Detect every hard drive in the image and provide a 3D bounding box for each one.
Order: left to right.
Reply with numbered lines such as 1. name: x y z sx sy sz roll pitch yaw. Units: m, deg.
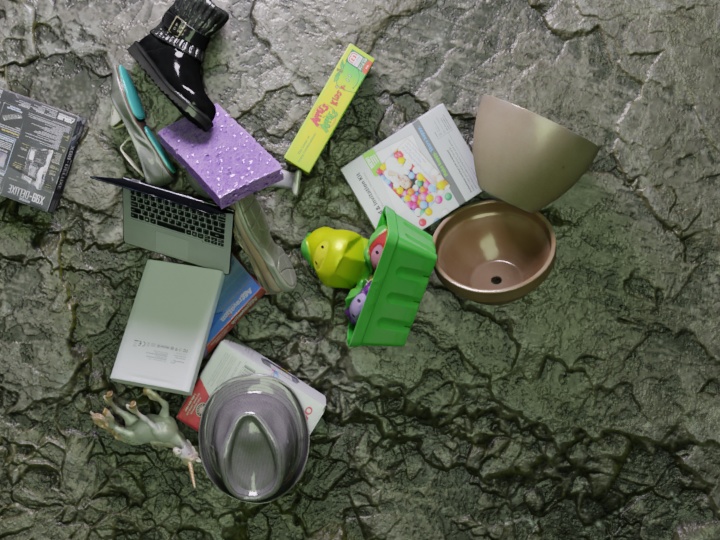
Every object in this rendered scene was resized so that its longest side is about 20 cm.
1. hard drive: -0.300 0.087 1.532 0.130 0.027 0.203 8 67 10

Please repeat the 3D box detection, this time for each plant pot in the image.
1. plant pot: 0.213 -0.011 1.558 0.198 0.202 0.094 -16 135 -2
2. plant pot: 0.254 -0.170 1.524 0.198 0.200 0.136 23 99 -5

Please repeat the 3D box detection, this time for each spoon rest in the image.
1. spoon rest: -0.187 -0.156 1.570 0.196 0.061 0.101 11 96 9

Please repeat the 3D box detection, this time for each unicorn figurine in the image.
1. unicorn figurine: -0.331 0.250 1.541 0.074 0.198 0.138 -50 125 -30

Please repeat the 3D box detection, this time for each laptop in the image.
1. laptop: -0.296 -0.064 1.472 0.184 0.117 0.202 17 130 7

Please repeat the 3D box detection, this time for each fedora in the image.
1. fedora: -0.165 0.268 1.492 0.173 0.090 0.204 2 97 -2

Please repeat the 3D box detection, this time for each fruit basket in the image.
1. fruit basket: 0.000 0.000 1.531 0.211 0.156 0.219 0 113 -1

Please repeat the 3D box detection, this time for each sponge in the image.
1. sponge: -0.215 -0.178 1.496 0.111 0.030 0.200 -29 52 -22

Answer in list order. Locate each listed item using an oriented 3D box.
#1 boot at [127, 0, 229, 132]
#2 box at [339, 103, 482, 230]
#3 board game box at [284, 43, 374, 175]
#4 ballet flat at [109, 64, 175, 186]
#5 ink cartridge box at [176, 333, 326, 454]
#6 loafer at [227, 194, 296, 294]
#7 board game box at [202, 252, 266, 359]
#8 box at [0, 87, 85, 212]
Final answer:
1. boot: -0.252 -0.333 1.508 0.158 0.079 0.212 -42 71 1
2. box: 0.088 -0.151 1.588 0.198 0.041 0.157 -31 96 0
3. board game box: -0.051 -0.251 1.542 0.047 0.102 0.202 30 92 -5
4. ballet flat: -0.361 -0.223 1.544 0.063 0.067 0.202 -25 95 6
5. ink cartridge box: -0.174 0.218 1.574 0.198 0.086 0.149 33 93 -7
6. loafer: -0.173 -0.045 1.549 0.062 0.072 0.202 -18 113 24
7. board game box: -0.246 0.074 1.562 0.200 0.103 0.019 -46 140 1
8. box: -0.554 -0.200 1.540 0.197 0.050 0.160 19 93 -4
